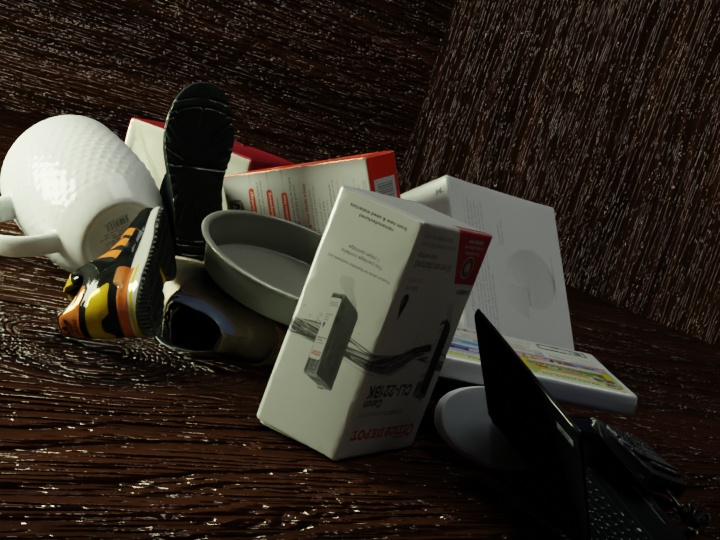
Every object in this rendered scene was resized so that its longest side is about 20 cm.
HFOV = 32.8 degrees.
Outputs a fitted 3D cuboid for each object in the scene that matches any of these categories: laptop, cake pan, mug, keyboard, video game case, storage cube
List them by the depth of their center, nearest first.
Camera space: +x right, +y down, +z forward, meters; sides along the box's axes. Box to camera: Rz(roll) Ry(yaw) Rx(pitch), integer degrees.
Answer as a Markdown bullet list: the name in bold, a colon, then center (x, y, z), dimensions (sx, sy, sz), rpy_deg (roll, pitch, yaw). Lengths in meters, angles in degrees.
- **laptop**: center (0.185, 0.135, 0.990), dimensions (0.199, 0.104, 0.177), rpy_deg (14, 23, -30)
- **keyboard**: center (0.272, 0.186, 1.107), dimensions (0.127, 0.021, 0.200), rpy_deg (51, 10, 24)
- **video game case**: center (0.146, 0.089, 1.172), dimensions (0.198, 0.022, 0.182), rpy_deg (12, 7, -4)
- **cake pan**: center (-0.067, 0.003, 1.201), dimensions (0.199, 0.037, 0.201), rpy_deg (21, 19, -8)
- **mug**: center (-0.310, -0.062, 1.300), dimensions (0.199, 0.149, 0.175), rpy_deg (-17, 35, -27)
- **storage cube**: center (-0.205, -0.086, 1.571), dimensions (0.198, 0.172, 0.180), rpy_deg (20, 7, 14)

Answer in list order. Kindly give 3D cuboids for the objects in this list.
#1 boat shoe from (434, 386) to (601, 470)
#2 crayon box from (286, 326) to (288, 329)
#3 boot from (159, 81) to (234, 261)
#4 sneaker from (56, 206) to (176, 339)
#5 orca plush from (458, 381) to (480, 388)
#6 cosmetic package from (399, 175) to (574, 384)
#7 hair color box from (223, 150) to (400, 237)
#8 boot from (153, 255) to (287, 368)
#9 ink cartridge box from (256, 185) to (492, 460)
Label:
- **boat shoe**: center (0.140, 0.147, 1.118), dimensions (0.199, 0.071, 0.066), rpy_deg (11, -9, -30)
- **crayon box**: center (-0.010, 0.056, 1.442), dimensions (0.199, 0.059, 0.119), rpy_deg (14, 9, -33)
- **boot**: center (-0.185, -0.102, 1.334), dimensions (0.073, 0.200, 0.162), rpy_deg (0, 6, -14)
- **sneaker**: center (-0.221, -0.001, 1.103), dimensions (0.089, 0.071, 0.200), rpy_deg (-7, 26, 2)
- **orca plush**: center (0.148, 0.123, 1.277), dimensions (0.104, 0.072, 0.200), rpy_deg (20, 7, 14)
- **cosmetic package**: center (0.129, 0.020, 1.392), dimensions (0.122, 0.201, 0.199), rpy_deg (-20, -22, 39)
- **hair color box**: center (-0.052, -0.068, 1.335), dimensions (0.199, 0.103, 0.061), rpy_deg (-3, 10, 34)
- **boot**: center (-0.168, 0.030, 1.154), dimensions (0.199, 0.075, 0.097), rpy_deg (24, 6, 27)
- **ink cartridge box**: center (0.013, 0.045, 0.998), dimensions (0.083, 0.202, 0.144), rpy_deg (25, 9, 26)
